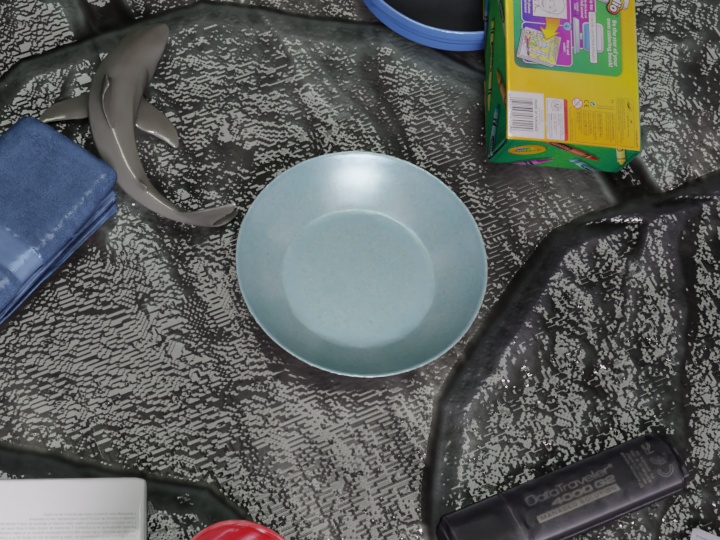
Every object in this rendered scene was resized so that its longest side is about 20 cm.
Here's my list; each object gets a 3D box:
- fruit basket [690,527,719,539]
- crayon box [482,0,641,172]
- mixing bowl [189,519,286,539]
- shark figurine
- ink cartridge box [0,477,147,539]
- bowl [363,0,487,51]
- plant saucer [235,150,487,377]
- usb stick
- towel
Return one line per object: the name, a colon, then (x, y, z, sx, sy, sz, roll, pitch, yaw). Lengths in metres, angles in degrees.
fruit basket: (0.302, 0.299, 1.220, 0.185, 0.094, 0.200, 20, 46, 4)
crayon box: (0.167, -0.189, 1.434, 0.118, 0.058, 0.201, 4, 74, -14)
mixing bowl: (-0.105, 0.277, 1.136, 0.108, 0.200, 0.201, -23, 52, 32)
shark figurine: (-0.184, -0.113, 1.372, 0.128, 0.090, 0.215, -17, 63, -13)
ink cartridge box: (-0.250, 0.234, 1.204, 0.199, 0.044, 0.174, 0, 63, -7)
bowl: (0.084, -0.280, 1.516, 0.200, 0.039, 0.201, 3, 62, -5)
plant saucer: (0.000, 0.000, 1.359, 0.200, 0.039, 0.202, 2, 63, -5)
usb stick: (0.152, 0.176, 1.286, 0.199, 0.033, 0.056, -20, 59, -16)
towel: (-0.288, -0.026, 1.335, 0.111, 0.049, 0.200, 35, 65, 12)
